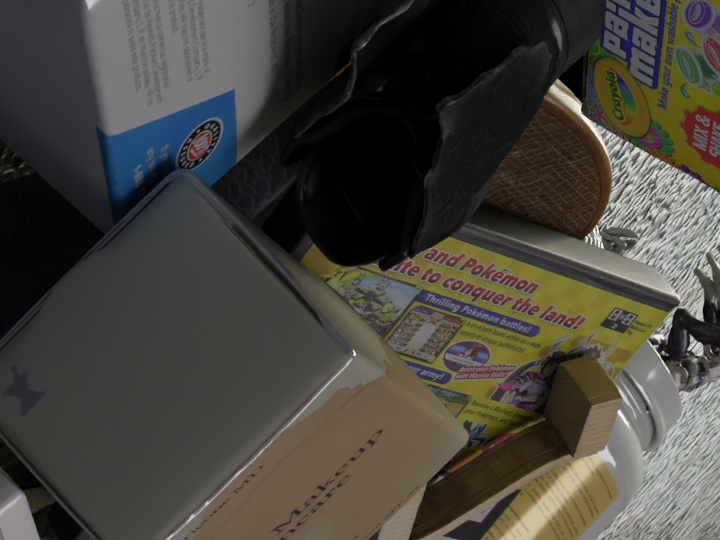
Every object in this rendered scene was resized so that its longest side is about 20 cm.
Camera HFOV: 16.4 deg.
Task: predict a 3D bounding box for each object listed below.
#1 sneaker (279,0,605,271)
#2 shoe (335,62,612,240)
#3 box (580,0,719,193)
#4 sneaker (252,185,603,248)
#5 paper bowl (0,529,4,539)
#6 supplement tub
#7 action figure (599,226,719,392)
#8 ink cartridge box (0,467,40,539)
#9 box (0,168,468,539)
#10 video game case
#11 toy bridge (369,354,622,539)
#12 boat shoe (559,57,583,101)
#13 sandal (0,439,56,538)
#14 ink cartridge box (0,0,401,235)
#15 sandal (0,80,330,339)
[{"bbox_3d":[0.010,-0.037,0.754,0.104,0.060,0.200,-45,177,-33],"label":"sneaker"},{"bbox_3d":[0.038,-0.066,0.929,0.070,0.053,0.200,-31,143,9],"label":"shoe"},{"bbox_3d":[0.176,-0.145,0.833,0.193,0.122,0.200,-51,159,-23],"label":"box"},{"bbox_3d":[0.000,0.000,1.020,0.200,0.076,0.114,8,151,-42],"label":"sneaker"},{"bbox_3d":[-0.202,0.103,0.671,0.201,0.104,0.201,-26,132,-32],"label":"paper bowl"},{"bbox_3d":[0.044,0.098,1.209,0.200,0.145,0.145,-44,161,-16],"label":"supplement tub"},{"bbox_3d":[0.177,0.028,1.418,0.119,0.200,0.102,2,91,-37],"label":"action figure"},{"bbox_3d":[-0.200,0.138,0.831,0.200,0.083,0.147,-43,160,-18],"label":"ink cartridge box"},{"bbox_3d":[-0.038,0.044,0.783,0.095,0.078,0.200,-44,164,2],"label":"box"},{"bbox_3d":[0.005,0.051,0.963,0.200,0.026,0.181,18,117,-45],"label":"video game case"},{"bbox_3d":[0.011,0.082,0.956,0.200,0.027,0.067,-12,137,-27],"label":"toy bridge"},{"bbox_3d":[0.087,-0.093,1.064,0.201,0.061,0.072,-26,150,-50],"label":"boat shoe"},{"bbox_3d":[-0.061,0.055,0.987,0.201,0.057,0.080,-5,133,-26],"label":"sandal"},{"bbox_3d":[-0.026,-0.121,0.712,0.200,0.086,0.146,-44,162,-19],"label":"ink cartridge box"},{"bbox_3d":[-0.086,-0.009,0.830,0.200,0.076,0.043,-37,-175,-31],"label":"sandal"}]
